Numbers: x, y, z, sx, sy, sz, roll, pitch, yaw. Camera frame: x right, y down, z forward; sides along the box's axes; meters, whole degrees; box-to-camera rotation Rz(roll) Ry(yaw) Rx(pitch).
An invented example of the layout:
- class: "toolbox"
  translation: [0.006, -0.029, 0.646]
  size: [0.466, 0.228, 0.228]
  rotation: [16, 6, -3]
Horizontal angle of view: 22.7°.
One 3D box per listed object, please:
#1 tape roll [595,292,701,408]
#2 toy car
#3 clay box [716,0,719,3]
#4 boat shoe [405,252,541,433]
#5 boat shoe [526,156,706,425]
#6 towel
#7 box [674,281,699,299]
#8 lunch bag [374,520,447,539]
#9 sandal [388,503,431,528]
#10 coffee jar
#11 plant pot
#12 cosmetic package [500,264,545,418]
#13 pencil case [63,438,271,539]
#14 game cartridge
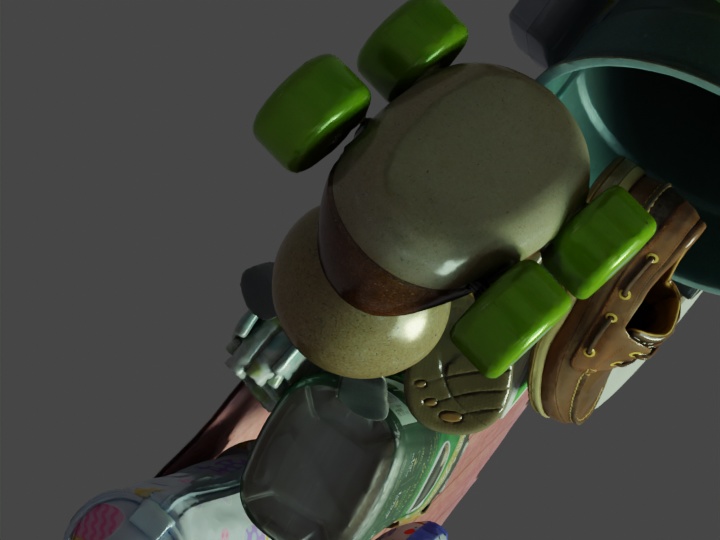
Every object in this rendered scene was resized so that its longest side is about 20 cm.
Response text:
- class: "tape roll"
  translation: [0.193, -0.006, 1.443]
  size: [0.203, 0.139, 0.203]
  rotation: [-46, 164, -17]
- class: "toy car"
  translation: [0.016, -0.005, 0.907]
  size: [0.158, 0.164, 0.200]
  rotation: [-37, 170, -42]
- class: "clay box"
  translation: [0.219, -0.187, 0.947]
  size: [0.115, 0.200, 0.048]
  rotation: [-42, 161, -28]
- class: "boat shoe"
  translation: [0.065, -0.012, 0.991]
  size: [0.068, 0.072, 0.200]
  rotation: [-84, -174, -70]
- class: "boat shoe"
  translation: [0.145, 0.027, 1.024]
  size: [0.072, 0.068, 0.200]
  rotation: [-47, 158, -38]
- class: "towel"
  translation: [0.000, 0.000, 1.075]
  size: [0.200, 0.048, 0.171]
  rotation: [-48, 168, -8]
- class: "box"
  translation: [0.233, -0.103, 1.282]
  size: [0.200, 0.159, 0.046]
  rotation: [-58, 166, 28]
- class: "lunch bag"
  translation: [0.005, 0.343, 1.775]
  size: [0.200, 0.124, 0.170]
  rotation: [-53, 169, 13]
- class: "sandal"
  translation: [0.051, 0.199, 1.698]
  size: [0.200, 0.055, 0.082]
  rotation: [-52, 165, 9]
- class: "coffee jar"
  translation: [0.004, 0.109, 1.094]
  size: [0.104, 0.085, 0.200]
  rotation: [-62, 166, 8]
- class: "plant pot"
  translation: [0.225, -0.121, 1.036]
  size: [0.196, 0.200, 0.200]
  rotation: [-57, 170, -25]
- class: "cosmetic package"
  translation: [0.117, -0.015, 1.146]
  size: [0.200, 0.085, 0.108]
  rotation: [-45, 160, -39]
- class: "pencil case"
  translation: [-0.097, 0.156, 1.091]
  size: [0.091, 0.083, 0.200]
  rotation: [-39, 170, 22]
- class: "game cartridge"
  translation: [0.157, -0.178, 1.120]
  size: [0.133, 0.040, 0.200]
  rotation: [-50, 166, 15]
